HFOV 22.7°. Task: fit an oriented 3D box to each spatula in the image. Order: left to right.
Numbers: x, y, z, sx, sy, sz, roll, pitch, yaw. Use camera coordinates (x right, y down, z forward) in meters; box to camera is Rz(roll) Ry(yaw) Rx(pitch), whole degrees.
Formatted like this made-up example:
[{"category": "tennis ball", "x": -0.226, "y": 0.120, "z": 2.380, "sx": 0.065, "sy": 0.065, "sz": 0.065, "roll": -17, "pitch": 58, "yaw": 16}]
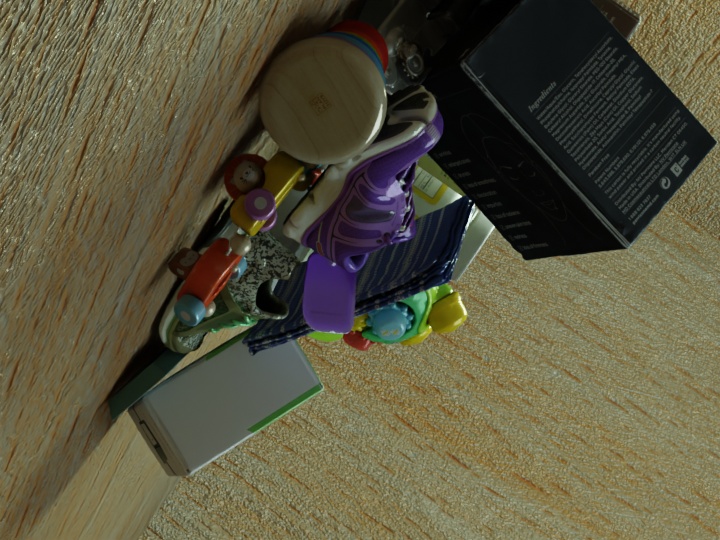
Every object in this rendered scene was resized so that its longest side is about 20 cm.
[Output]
[{"category": "spatula", "x": -0.032, "y": -0.050, "z": 1.450, "sx": 0.056, "sy": 0.201, "sz": 0.021, "roll": 5, "pitch": 163, "yaw": -42}]

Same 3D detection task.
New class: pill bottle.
[{"category": "pill bottle", "x": 0.049, "y": -0.077, "z": 2.013, "sx": 0.111, "sy": 0.200, "sz": 0.111, "roll": -55, "pitch": 178, "yaw": -3}]

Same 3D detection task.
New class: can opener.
[{"category": "can opener", "x": 0.051, "y": -0.210, "z": 1.425, "sx": 0.067, "sy": 0.053, "sz": 0.200, "roll": -8, "pitch": -142, "yaw": 46}]

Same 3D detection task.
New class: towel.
[{"category": "towel", "x": 0.000, "y": 0.000, "z": 1.523, "sx": 0.199, "sy": 0.024, "sz": 0.145, "roll": -21, "pitch": -158, "yaw": 23}]

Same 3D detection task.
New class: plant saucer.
[{"category": "plant saucer", "x": -0.172, "y": 0.078, "z": 1.609, "sx": 0.070, "sy": 0.019, "sz": 0.200, "roll": -40, "pitch": -177, "yaw": 18}]

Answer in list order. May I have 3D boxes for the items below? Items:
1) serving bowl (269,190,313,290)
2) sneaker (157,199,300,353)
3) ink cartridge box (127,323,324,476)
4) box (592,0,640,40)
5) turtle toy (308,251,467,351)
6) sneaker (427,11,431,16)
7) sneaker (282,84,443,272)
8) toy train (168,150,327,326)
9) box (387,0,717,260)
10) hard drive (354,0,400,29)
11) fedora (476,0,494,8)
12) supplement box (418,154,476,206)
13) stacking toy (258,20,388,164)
[{"category": "serving bowl", "x": -0.064, "y": -0.049, "z": 1.673, "sx": 0.200, "sy": 0.066, "sz": 0.200, "roll": -56, "pitch": 178, "yaw": -2}, {"category": "sneaker", "x": -0.106, "y": 0.026, "z": 1.483, "sx": 0.077, "sy": 0.088, "sz": 0.200, "roll": -54, "pitch": 178, "yaw": -35}, {"category": "ink cartridge box", "x": -0.129, "y": 0.118, "z": 1.647, "sx": 0.145, "sy": 0.084, "sz": 0.200, "roll": -32, "pitch": 180, "yaw": -13}, {"category": "box", "x": 0.177, "y": -0.277, "z": 1.764, "sx": 0.075, "sy": 0.200, "sz": 0.100, "roll": -53, "pitch": 178, "yaw": 14}, {"category": "turtle toy", "x": 0.004, "y": 0.017, "z": 1.675, "sx": 0.101, "sy": 0.146, "sz": 0.200, "roll": -30, "pitch": -179, "yaw": -27}, {"category": "sneaker", "x": 0.054, "y": -0.215, "z": 1.618, "sx": 0.200, "sy": 0.074, "sz": 0.089, "roll": -56, "pitch": 180, "yaw": 12}, {"category": "sneaker", "x": 0.018, "y": -0.063, "z": 1.301, "sx": 0.081, "sy": 0.083, "sz": 0.200, "roll": -53, "pitch": -177, "yaw": -33}, {"category": "toy train", "x": -0.079, "y": -0.057, "z": 1.349, "sx": 0.200, "sy": 0.056, "sz": 0.150, "roll": -51, "pitch": 177, "yaw": -33}, {"category": "box", "x": 0.145, "y": -0.122, "z": 1.447, "sx": 0.124, "sy": 0.197, "sz": 0.200, "roll": -49, "pitch": -167, "yaw": -14}, {"category": "hard drive", "x": 0.054, "y": -0.264, "z": 1.491, "sx": 0.200, "sy": 0.027, "sz": 0.132, "roll": -55, "pitch": 178, "yaw": -26}, {"category": "fedora", "x": 0.110, "y": -0.294, "z": 1.348, "sx": 0.201, "sy": 0.091, "sz": 0.201, "roll": -56, "pitch": -178, "yaw": 3}, {"category": "supplement box", "x": 0.106, "y": -0.169, "z": 1.848, "sx": 0.134, "sy": 0.199, "sz": 0.200, "roll": -55, "pitch": 178, "yaw": -4}, {"category": "stacking toy", "x": -0.016, "y": -0.139, "z": 1.261, "sx": 0.086, "sy": 0.085, "sz": 0.200, "roll": -56, "pitch": -174, "yaw": 18}]
